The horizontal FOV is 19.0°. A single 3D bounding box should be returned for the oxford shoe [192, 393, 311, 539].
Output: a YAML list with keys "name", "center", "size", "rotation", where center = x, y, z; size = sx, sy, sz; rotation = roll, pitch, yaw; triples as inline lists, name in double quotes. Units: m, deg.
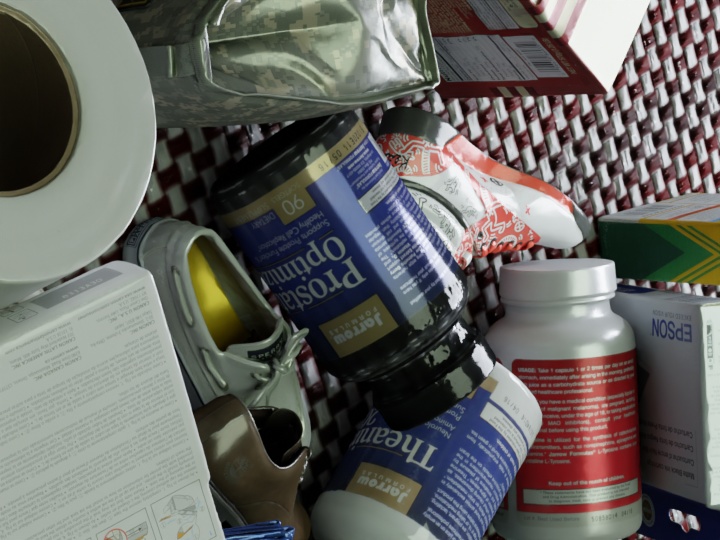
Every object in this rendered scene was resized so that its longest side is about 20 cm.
- name: "oxford shoe"
  center: [-0.060, 0.133, 1.360]
  size: [0.084, 0.073, 0.200]
  rotation: [-39, 154, -3]

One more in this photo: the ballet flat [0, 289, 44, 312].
- name: "ballet flat"
  center: [-0.232, 0.020, 1.238]
  size: [0.200, 0.068, 0.075]
  rotation: [10, 76, -41]

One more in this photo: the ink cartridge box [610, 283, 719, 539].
- name: "ink cartridge box"
  center: [0.224, 0.115, 1.600]
  size: [0.041, 0.200, 0.200]
  rotation: [-5, 94, -19]

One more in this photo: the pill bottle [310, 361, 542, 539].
- name: "pill bottle"
  center: [0.034, 0.156, 1.471]
  size: [0.111, 0.111, 0.200]
  rotation: [50, 59, -34]

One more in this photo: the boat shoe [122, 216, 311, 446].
- name: "boat shoe"
  center: [-0.070, 0.050, 1.379]
  size: [0.075, 0.086, 0.202]
  rotation: [-45, 121, -33]

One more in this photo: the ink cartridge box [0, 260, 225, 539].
- name: "ink cartridge box"
  center: [-0.163, 0.116, 1.171]
  size: [0.161, 0.050, 0.200]
  rotation: [-27, 115, -31]

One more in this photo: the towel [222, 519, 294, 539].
- name: "towel"
  center: [-0.120, 0.233, 1.290]
  size: [0.145, 0.024, 0.200]
  rotation: [-5, 131, -25]

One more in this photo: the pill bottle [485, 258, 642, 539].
- name: "pill bottle"
  center: [0.148, 0.094, 1.579]
  size: [0.112, 0.112, 0.200]
  rotation: [-9, 98, -44]

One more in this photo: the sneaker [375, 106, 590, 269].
- name: "sneaker"
  center: [0.076, -0.027, 1.534]
  size: [0.201, 0.067, 0.108]
  rotation: [29, 71, -38]

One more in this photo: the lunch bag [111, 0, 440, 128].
- name: "lunch bag"
  center: [-0.081, -0.143, 1.302]
  size: [0.200, 0.164, 0.118]
  rotation: [-16, 101, -44]

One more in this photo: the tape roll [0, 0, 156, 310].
- name: "tape roll"
  center: [-0.228, -0.072, 1.144]
  size: [0.202, 0.139, 0.203]
  rotation: [13, 67, -34]

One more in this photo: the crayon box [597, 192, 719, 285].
- name: "crayon box"
  center: [0.300, -0.024, 1.661]
  size: [0.126, 0.200, 0.052]
  rotation: [-15, 102, -43]

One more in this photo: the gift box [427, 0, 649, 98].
- name: "gift box"
  center: [0.120, -0.235, 1.480]
  size: [0.185, 0.200, 0.187]
  rotation: [46, 60, -42]

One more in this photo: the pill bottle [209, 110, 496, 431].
- name: "pill bottle"
  center: [0.000, 0.000, 1.396]
  size: [0.112, 0.112, 0.200]
  rotation: [-42, 103, -35]
